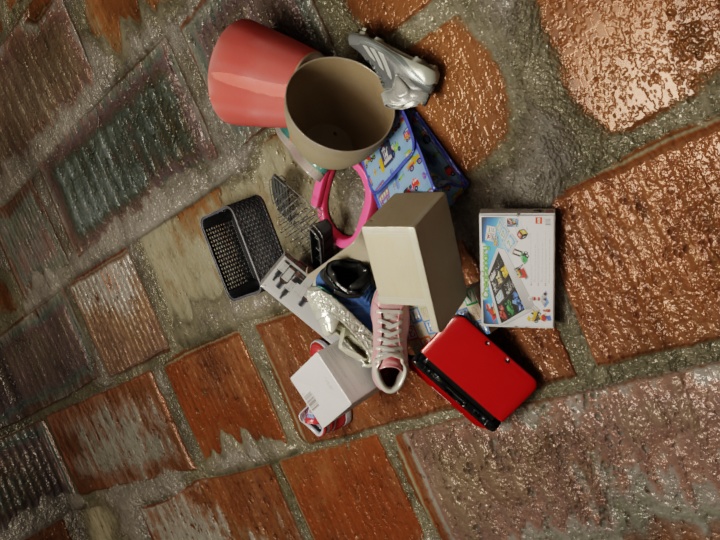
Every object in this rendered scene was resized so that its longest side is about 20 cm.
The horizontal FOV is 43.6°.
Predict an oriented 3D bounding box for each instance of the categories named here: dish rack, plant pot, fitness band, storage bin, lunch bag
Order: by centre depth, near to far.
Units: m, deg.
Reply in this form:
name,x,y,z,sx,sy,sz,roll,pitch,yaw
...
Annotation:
name,x,y,z,sx,sy,sz,roll,pitch,yaw
plant pot,-0.048,-0.262,1.624,0.201,0.199,0.135,52,154,14
lunch bag,0.083,-0.184,1.625,0.151,0.093,0.202,-49,59,43
plant pot,-0.164,-0.360,1.711,0.175,0.200,0.204,19,121,27
fitness band,-0.031,-0.139,1.777,0.143,0.037,0.202,39,132,26
dish rack,-0.128,-0.099,1.841,0.200,0.054,0.154,43,156,23
storage bin,-0.256,-0.048,1.997,0.134,0.093,0.203,-17,96,46

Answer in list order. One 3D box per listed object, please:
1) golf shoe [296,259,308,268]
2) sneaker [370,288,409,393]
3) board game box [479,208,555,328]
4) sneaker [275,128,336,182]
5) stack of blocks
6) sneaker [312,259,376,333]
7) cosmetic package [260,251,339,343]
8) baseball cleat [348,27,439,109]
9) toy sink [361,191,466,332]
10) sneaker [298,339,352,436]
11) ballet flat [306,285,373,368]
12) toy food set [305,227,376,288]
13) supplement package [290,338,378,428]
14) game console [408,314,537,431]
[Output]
name,x,y,z,sx,sy,sz,roll,pitch,yaw
golf shoe,-0.095,0.056,1.912,0.202,0.075,0.092,58,-178,-14
sneaker,0.057,0.127,1.647,0.105,0.074,0.204,-124,37,-81
board game box,0.263,-0.003,1.510,0.124,0.035,0.204,1,111,14
sneaker,-0.100,-0.254,1.763,0.080,0.071,0.201,-46,46,10
stack of blocks,0.161,0.074,1.665,0.199,0.058,0.117,-21,92,47
sneaker,0.010,0.048,1.708,0.198,0.077,0.111,32,150,-4
cosmetic package,-0.104,0.059,1.840,0.199,0.051,0.083,40,99,-12
baseball cleat,0.042,-0.347,1.574,0.199,0.069,0.108,32,102,31
toy sink,0.092,-0.013,1.526,0.110,0.130,0.203,1,121,32
sneaker,-0.090,0.260,1.955,0.071,0.112,0.204,-10,101,45
ballet flat,-0.032,0.111,1.697,0.199,0.072,0.071,42,139,-17
toy food set,0.000,0.000,1.768,0.143,0.061,0.199,36,138,-19
supplement package,-0.015,0.199,1.791,0.122,0.199,0.120,54,135,10
game console,0.197,0.186,1.656,0.199,0.119,0.172,41,172,-3
